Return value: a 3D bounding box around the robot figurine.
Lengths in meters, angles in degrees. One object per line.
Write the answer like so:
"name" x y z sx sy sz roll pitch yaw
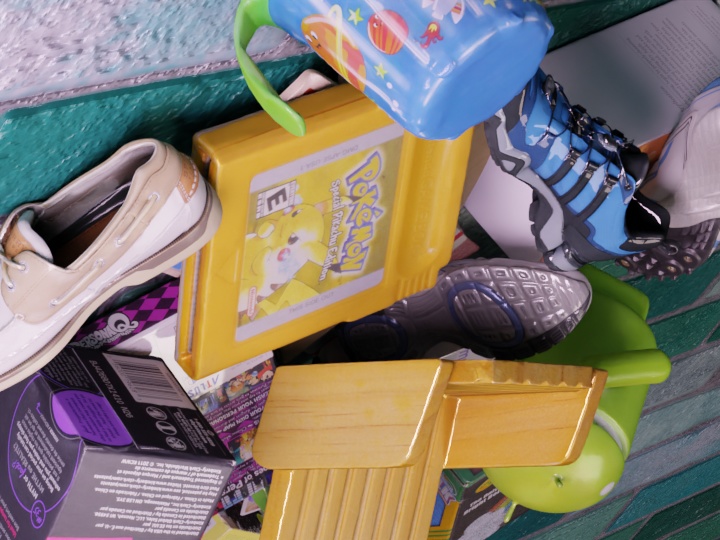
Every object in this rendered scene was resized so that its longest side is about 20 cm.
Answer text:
"robot figurine" 0.153 0.093 1.842 0.175 0.116 0.200 -45 -160 53

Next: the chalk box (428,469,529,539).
"chalk box" 0.089 0.122 1.992 0.125 0.124 0.200 -30 156 -22

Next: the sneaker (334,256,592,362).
"sneaker" 0.075 0.017 1.693 0.200 0.075 0.087 -7 -157 38

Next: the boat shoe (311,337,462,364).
"boat shoe" 0.047 0.060 1.815 0.200 0.075 0.093 -21 160 -20

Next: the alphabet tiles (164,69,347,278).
"alphabet tiles" -0.042 -0.065 1.535 0.200 0.015 0.196 -43 162 9

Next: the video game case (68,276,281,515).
"video game case" -0.142 0.103 1.568 0.200 0.036 0.181 -29 134 -12

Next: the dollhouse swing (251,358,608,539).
"dollhouse swing" 0.044 0.150 1.611 0.182 0.176 0.200 -4 173 36

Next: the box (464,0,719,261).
"box" 0.179 -0.097 1.726 0.200 0.097 0.124 -24 154 -33

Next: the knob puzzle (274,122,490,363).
"knob puzzle" 0.008 -0.046 1.597 0.220 0.030 0.220 -35 154 -20

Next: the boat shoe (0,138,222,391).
"boat shoe" -0.176 -0.005 1.369 0.200 0.075 0.068 -37 140 -2

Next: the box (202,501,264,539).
"box" -0.098 0.195 1.892 0.050 0.075 0.200 -42 160 7

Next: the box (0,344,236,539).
"box" -0.176 0.158 1.472 0.106 0.122 0.200 10 116 -35

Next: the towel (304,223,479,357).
"towel" 0.000 0.000 1.731 0.144 0.023 0.200 -41 159 4

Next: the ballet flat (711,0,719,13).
"ballet flat" 0.271 -0.148 1.815 0.069 0.071 0.200 -24 154 -34

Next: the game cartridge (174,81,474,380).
"game cartridge" -0.018 -0.034 1.495 0.200 0.032 0.176 -20 137 -30

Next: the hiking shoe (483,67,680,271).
"hiking shoe" 0.137 -0.079 1.555 0.087 0.074 0.200 -7 143 21

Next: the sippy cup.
"sippy cup" 0.030 -0.145 1.329 0.178 0.130 0.140 -50 157 25

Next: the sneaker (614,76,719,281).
"sneaker" 0.228 -0.062 1.656 0.072 0.072 0.200 -56 179 -41

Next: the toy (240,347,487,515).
"toy" 0.014 0.125 1.753 0.200 0.047 0.115 -20 154 -18
